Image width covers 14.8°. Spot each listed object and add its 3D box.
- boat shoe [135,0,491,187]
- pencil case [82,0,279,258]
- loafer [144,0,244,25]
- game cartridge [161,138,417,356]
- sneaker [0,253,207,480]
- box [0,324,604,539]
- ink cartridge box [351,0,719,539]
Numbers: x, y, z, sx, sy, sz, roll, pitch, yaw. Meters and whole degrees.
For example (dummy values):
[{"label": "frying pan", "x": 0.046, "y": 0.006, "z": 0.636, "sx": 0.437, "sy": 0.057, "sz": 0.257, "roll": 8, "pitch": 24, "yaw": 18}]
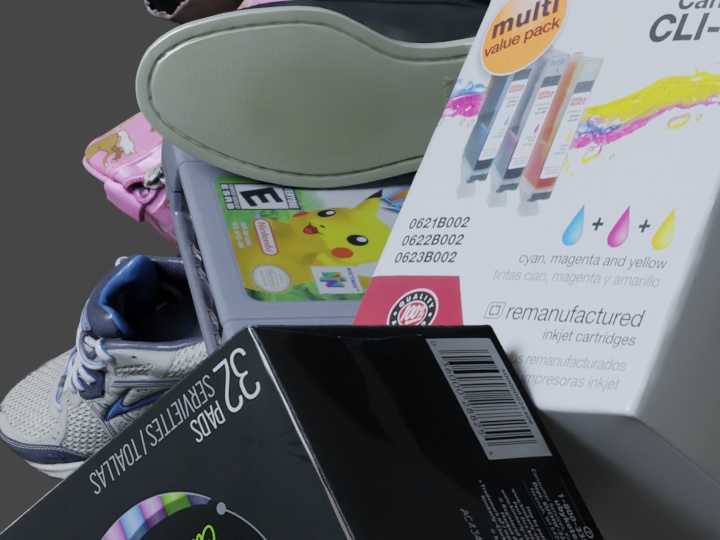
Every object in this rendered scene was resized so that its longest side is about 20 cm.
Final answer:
[{"label": "boat shoe", "x": 0.007, "y": -0.081, "z": 1.110, "sx": 0.198, "sy": 0.075, "sz": 0.066, "roll": -6, "pitch": 23, "yaw": -9}, {"label": "pencil case", "x": -0.029, "y": -0.093, "z": 1.217, "sx": 0.200, "sy": 0.083, "sz": 0.087, "roll": -46, "pitch": 36, "yaw": 8}, {"label": "loafer", "x": -0.057, "y": -0.172, "z": 1.238, "sx": 0.073, "sy": 0.071, "sz": 0.200, "roll": 60, "pitch": 153, "yaw": 32}, {"label": "game cartridge", "x": 0.000, "y": 0.000, "z": 1.077, "sx": 0.200, "sy": 0.133, "sz": 0.041, "roll": -111, "pitch": 27, "yaw": -56}, {"label": "sneaker", "x": -0.092, "y": 0.029, "z": 1.184, "sx": 0.199, "sy": 0.085, "sz": 0.077, "roll": -23, "pitch": 46, "yaw": 35}, {"label": "box", "x": -0.030, "y": 0.129, "z": 0.841, "sx": 0.200, "sy": 0.124, "sz": 0.149, "roll": -40, "pitch": 65, "yaw": 30}, {"label": "ink cartridge box", "x": 0.114, "y": -0.011, "z": 0.947, "sx": 0.145, "sy": 0.145, "sz": 0.201, "roll": 1, "pitch": 61, "yaw": 47}]
